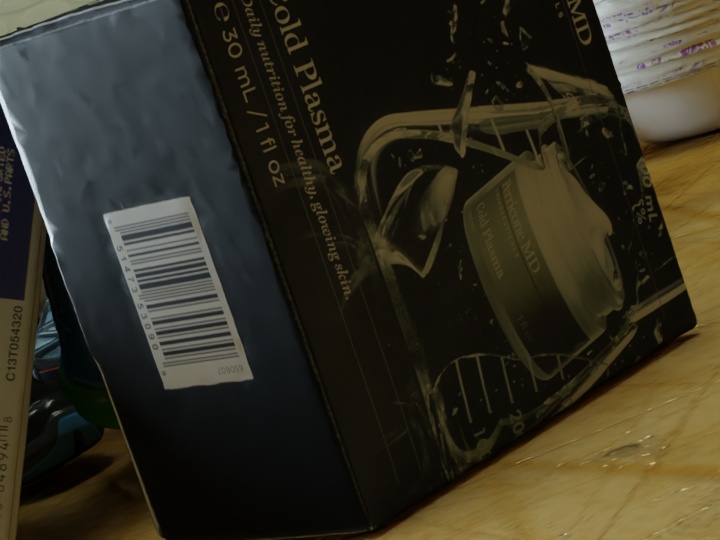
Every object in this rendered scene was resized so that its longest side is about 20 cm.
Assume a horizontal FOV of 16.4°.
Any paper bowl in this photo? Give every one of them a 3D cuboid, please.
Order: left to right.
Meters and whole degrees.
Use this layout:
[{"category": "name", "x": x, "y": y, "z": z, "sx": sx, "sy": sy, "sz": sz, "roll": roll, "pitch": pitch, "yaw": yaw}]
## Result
[{"category": "paper bowl", "x": 0.213, "y": -0.146, "z": 1.517, "sx": 0.200, "sy": 0.105, "sz": 0.201, "roll": -20, "pitch": 7, "yaw": 3}]

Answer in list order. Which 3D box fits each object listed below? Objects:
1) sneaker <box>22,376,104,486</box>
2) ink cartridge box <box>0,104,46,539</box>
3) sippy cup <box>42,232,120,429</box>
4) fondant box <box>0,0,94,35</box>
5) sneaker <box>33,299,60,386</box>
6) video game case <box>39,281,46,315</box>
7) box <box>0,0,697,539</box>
[{"category": "sneaker", "x": -0.196, "y": 0.067, "z": 1.205, "sx": 0.073, "sy": 0.082, "sz": 0.200, "roll": -24, "pitch": 10, "yaw": -37}, {"category": "ink cartridge box", "x": -0.176, "y": 0.026, "z": 1.041, "sx": 0.043, "sy": 0.197, "sz": 0.200, "roll": 6, "pitch": -2, "yaw": -22}, {"category": "sippy cup", "x": -0.084, "y": -0.022, "z": 1.070, "sx": 0.177, "sy": 0.131, "sz": 0.140, "roll": -11, "pitch": 25, "yaw": 23}, {"category": "fondant box", "x": -0.160, "y": -0.124, "z": 1.235, "sx": 0.144, "sy": 0.058, "sz": 0.200, "roll": 16, "pitch": 39, "yaw": 38}, {"category": "sneaker", "x": -0.168, "y": 0.030, "z": 1.392, "sx": 0.095, "sy": 0.080, "sz": 0.200, "roll": -24, "pitch": 8, "yaw": -12}, {"category": "video game case", "x": -0.230, "y": -0.069, "z": 1.263, "sx": 0.142, "sy": 0.201, "sz": 0.017, "roll": 7, "pitch": -38, "yaw": -17}, {"category": "box", "x": -0.002, "y": -0.029, "z": 0.931, "sx": 0.124, "sy": 0.201, "sz": 0.196, "roll": -9, "pitch": 14, "yaw": 46}]
